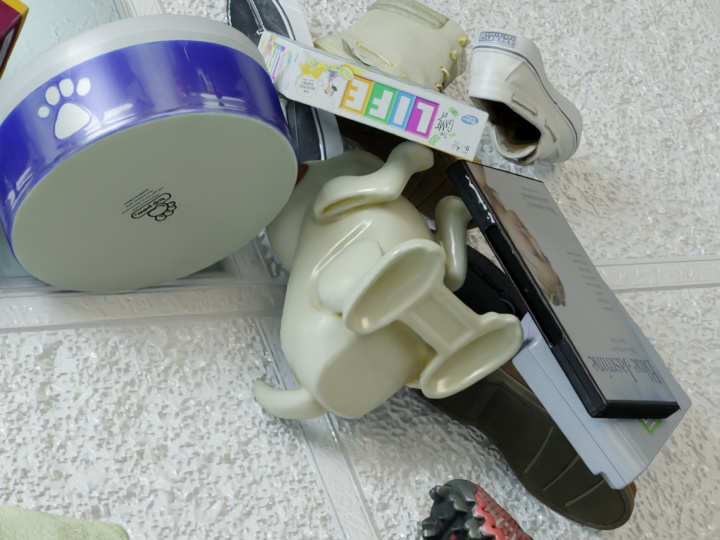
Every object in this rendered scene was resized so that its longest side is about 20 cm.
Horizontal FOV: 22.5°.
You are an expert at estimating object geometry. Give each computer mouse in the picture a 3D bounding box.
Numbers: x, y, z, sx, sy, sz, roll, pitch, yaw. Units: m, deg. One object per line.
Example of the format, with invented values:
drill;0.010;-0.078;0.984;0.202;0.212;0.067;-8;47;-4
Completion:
computer mouse;0.102;0.003;1.387;0.199;0.046;0.141;33;44;-3

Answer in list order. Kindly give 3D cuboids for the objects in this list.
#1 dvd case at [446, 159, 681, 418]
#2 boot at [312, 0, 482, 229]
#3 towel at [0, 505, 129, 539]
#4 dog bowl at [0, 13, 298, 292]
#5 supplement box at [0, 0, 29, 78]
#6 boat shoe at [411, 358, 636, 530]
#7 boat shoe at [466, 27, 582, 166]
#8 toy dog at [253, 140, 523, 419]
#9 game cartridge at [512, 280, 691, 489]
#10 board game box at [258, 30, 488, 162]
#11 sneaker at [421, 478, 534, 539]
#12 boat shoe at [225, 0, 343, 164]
dvd case;0.142;0.014;1.252;0.142;0.017;0.201;9;48;-61
boot;0.055;-0.134;1.462;0.200;0.072;0.155;42;41;6
towel;-0.188;0.220;1.020;0.147;0.037;0.202;8;49;-26
dog bowl;-0.144;-0.072;1.184;0.198;0.200;0.079;-2;57;-33
supplement box;-0.310;-0.108;1.174;0.085;0.111;0.201;32;43;-3
boat shoe;0.124;0.100;1.298;0.200;0.072;0.068;42;37;-1
boat shoe;0.128;-0.119;1.450;0.070;0.200;0.071;11;74;21
toy dog;0.000;0.000;1.260;0.139;0.194;0.201;30;24;-36
game cartridge;0.173;0.072;1.297;0.134;0.040;0.200;50;22;5
board game box;0.001;-0.125;1.266;0.133;0.035;0.200;18;7;-13
sneaker;0.117;0.221;1.190;0.097;0.071;0.201;-16;65;-40
boat shoe;-0.076;-0.148;1.394;0.067;0.072;0.202;-2;62;-35
